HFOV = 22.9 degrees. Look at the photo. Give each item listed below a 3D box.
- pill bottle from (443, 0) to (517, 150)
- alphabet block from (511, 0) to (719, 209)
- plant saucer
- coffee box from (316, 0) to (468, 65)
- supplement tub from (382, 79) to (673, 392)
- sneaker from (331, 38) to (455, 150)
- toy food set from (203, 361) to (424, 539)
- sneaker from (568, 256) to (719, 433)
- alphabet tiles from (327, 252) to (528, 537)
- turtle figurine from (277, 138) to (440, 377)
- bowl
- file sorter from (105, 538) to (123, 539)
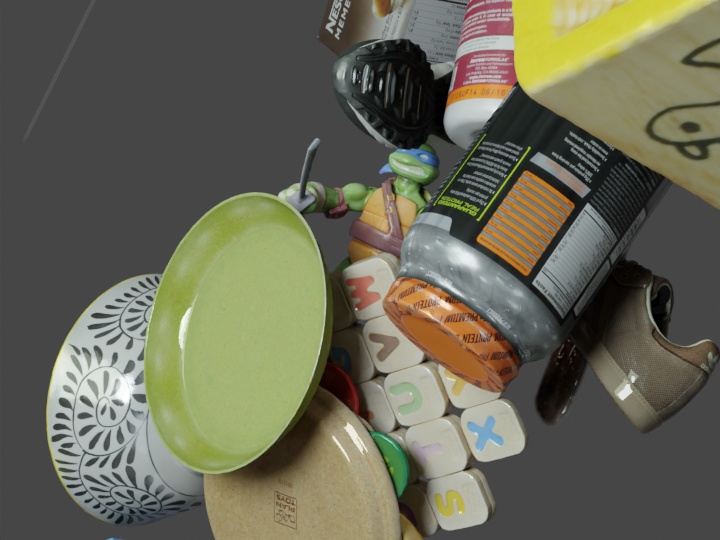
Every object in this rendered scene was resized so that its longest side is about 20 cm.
[{"bbox_3d":[0.130,-0.184,1.286,0.109,0.109,0.202,-2,71,48],"label":"pill bottle"},{"bbox_3d":[0.219,-0.181,1.029,0.194,0.199,0.198,-26,53,39],"label":"alphabet block"},{"bbox_3d":[-0.082,0.046,1.267,0.199,0.031,0.202,-17,65,42],"label":"plant saucer"},{"bbox_3d":[0.050,-0.249,1.392,0.114,0.079,0.202,47,124,49],"label":"coffee box"},{"bbox_3d":[0.108,-0.030,1.133,0.201,0.123,0.122,-53,37,-13],"label":"supplement tub"},{"bbox_3d":[0.018,-0.124,1.276,0.079,0.200,0.075,9,92,21],"label":"sneaker"},{"bbox_3d":[-0.038,0.165,1.285,0.199,0.048,0.200,-6,97,44],"label":"toy food set"},{"bbox_3d":[0.170,0.023,1.190,0.075,0.071,0.201,-35,47,5],"label":"sneaker"},{"bbox_3d":[0.023,0.092,1.256,0.195,0.015,0.202,-19,95,42],"label":"alphabet tiles"},{"bbox_3d":[0.000,0.000,1.302,0.200,0.143,0.196,-120,47,-72],"label":"turtle figurine"},{"bbox_3d":[-0.137,0.107,1.384,0.094,0.200,0.203,7,77,42],"label":"bowl"},{"bbox_3d":[-0.204,0.303,1.406,0.199,0.138,0.124,-24,57,39],"label":"file sorter"}]
